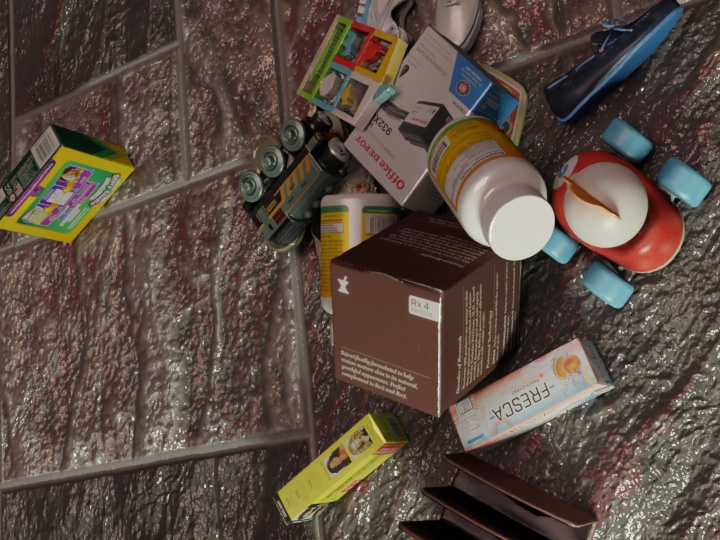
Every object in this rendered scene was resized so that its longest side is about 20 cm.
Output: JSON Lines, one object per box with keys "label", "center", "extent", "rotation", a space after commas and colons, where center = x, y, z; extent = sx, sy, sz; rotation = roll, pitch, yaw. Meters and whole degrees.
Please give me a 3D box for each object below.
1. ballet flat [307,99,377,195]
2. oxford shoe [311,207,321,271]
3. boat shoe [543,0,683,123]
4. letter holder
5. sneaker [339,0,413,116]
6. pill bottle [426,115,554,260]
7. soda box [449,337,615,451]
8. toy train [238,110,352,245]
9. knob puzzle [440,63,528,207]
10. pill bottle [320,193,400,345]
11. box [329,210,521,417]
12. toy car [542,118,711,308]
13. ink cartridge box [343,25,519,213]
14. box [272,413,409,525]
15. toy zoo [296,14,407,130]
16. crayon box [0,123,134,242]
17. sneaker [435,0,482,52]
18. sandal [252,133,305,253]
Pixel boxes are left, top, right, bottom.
{"label": "ballet flat", "center": [-0.031, -0.170, 1.433], "extent": [0.202, 0.074, 0.064], "rotation": [60, 155, 25]}
{"label": "oxford shoe", "center": [-0.034, -0.012, 1.421], "extent": [0.074, 0.057, 0.204], "rotation": [-15, 76, 26]}
{"label": "boat shoe", "center": [0.310, -0.274, 1.224], "extent": [0.199, 0.084, 0.069], "rotation": [-42, 73, 17]}
{"label": "letter holder", "center": [0.162, 0.308, 1.182], "extent": [0.198, 0.141, 0.102], "rotation": [22, 93, 34]}
{"label": "sneaker", "center": [0.029, -0.321, 1.429], "extent": [0.085, 0.075, 0.204], "rotation": [11, 88, 28]}
{"label": "pill bottle", "center": [0.159, -0.099, 1.179], "extent": [0.111, 0.110, 0.201], "rotation": [-49, 31, 16]}
{"label": "soda box", "center": [0.211, 0.159, 1.221], "extent": [0.198, 0.068, 0.065], "rotation": [-32, 66, 25]}
{"label": "toy train", "center": [-0.092, -0.132, 1.405], "extent": [0.200, 0.085, 0.115], "rotation": [-46, 72, 27]}
{"label": "knob puzzle", "center": [0.141, -0.203, 1.356], "extent": [0.216, 0.030, 0.225], "rotation": [-7, 77, 32]}
{"label": "pill bottle", "center": [0.000, 0.000, 1.336], "extent": [0.111, 0.112, 0.205], "rotation": [0, 90, 33]}
{"label": "box", "center": [0.085, 0.045, 1.216], "extent": [0.164, 0.199, 0.167], "rotation": [16, 120, 34]}
{"label": "toy car", "center": [0.280, -0.083, 1.141], "extent": [0.177, 0.199, 0.186], "rotation": [43, 104, 31]}
{"label": "ink cartridge box", "center": [0.092, -0.198, 1.317], "extent": [0.201, 0.083, 0.145], "rotation": [-52, 58, 17]}
{"label": "box", "center": [-0.028, 0.275, 1.356], "extent": [0.200, 0.075, 0.050], "rotation": [-43, 64, 18]}
{"label": "toy zoo", "center": [-0.007, -0.276, 1.362], "extent": [0.199, 0.020, 0.133], "rotation": [36, 99, 50]}
{"label": "crayon box", "center": [-0.519, -0.146, 1.695], "extent": [0.200, 0.172, 0.059], "rotation": [-44, 65, 18]}
{"label": "sneaker", "center": [0.132, -0.405, 1.374], "extent": [0.072, 0.070, 0.204], "rotation": [1, 82, 33]}
{"label": "sandal", "center": [-0.141, -0.119, 1.510], "extent": [0.079, 0.057, 0.204], "rotation": [-27, 68, 26]}
